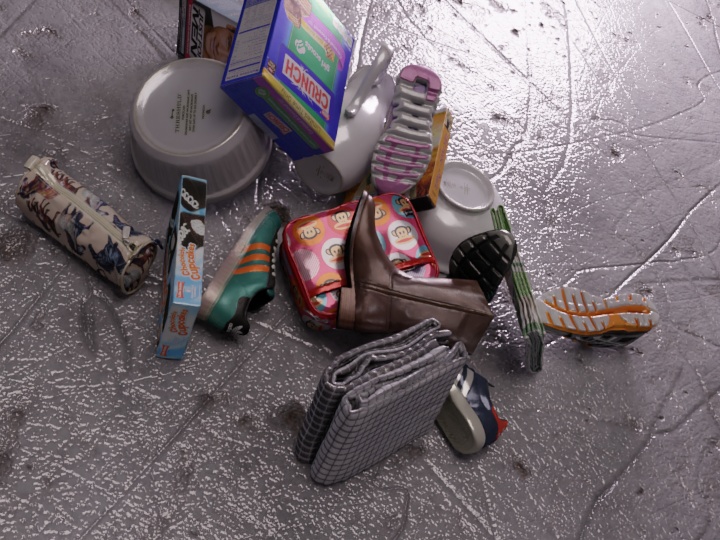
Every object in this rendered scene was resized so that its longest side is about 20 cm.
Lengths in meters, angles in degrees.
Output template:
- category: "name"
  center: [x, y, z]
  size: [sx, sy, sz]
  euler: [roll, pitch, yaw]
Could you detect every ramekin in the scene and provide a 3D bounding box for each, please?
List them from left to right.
- category: "ramekin"
  center: [-0.224, -0.199, 1.404]
  size: [0.200, 0.094, 0.205]
  euler: [-1, 65, 2]

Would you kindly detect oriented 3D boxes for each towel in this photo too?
- category: "towel"
  center: [0.021, 0.152, 1.231]
  size: [0.199, 0.167, 0.086]
  euler: [-24, 59, -36]
- category: "towel"
  center: [0.214, 0.028, 1.423]
  size: [0.030, 0.150, 0.202]
  euler: [-14, 63, 1]

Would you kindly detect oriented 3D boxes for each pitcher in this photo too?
- category: "pitcher"
  center: [-0.013, -0.222, 1.490]
  size: [0.120, 0.172, 0.201]
  euler: [27, 56, 5]

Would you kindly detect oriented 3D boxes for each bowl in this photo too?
- category: "bowl"
  center: [0.141, -0.099, 1.535]
  size: [0.199, 0.091, 0.203]
  euler: [13, 49, -15]

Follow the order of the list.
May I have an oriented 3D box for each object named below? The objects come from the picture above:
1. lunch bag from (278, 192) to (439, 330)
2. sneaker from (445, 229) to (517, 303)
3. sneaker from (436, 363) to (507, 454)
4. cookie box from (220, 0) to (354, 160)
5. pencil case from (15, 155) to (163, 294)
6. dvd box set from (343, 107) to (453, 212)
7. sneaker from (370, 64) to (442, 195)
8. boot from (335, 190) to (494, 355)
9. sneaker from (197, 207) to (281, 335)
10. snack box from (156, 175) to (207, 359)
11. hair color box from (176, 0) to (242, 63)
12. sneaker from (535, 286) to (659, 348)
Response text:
- category: "lunch bag"
  center: [0.000, 0.000, 1.381]
  size: [0.198, 0.082, 0.178]
  euler: [-16, 71, -17]
- category: "sneaker"
  center: [0.153, 0.010, 1.381]
  size: [0.079, 0.200, 0.076]
  euler: [-24, 68, -45]
- category: "sneaker"
  center: [0.123, 0.142, 1.350]
  size: [0.084, 0.075, 0.201]
  euler: [-13, 66, -36]
- category: "cookie box"
  center: [-0.093, -0.282, 1.395]
  size: [0.171, 0.075, 0.202]
  euler: [43, 48, -45]
- category: "pencil case"
  center: [-0.346, -0.061, 1.292]
  size: [0.199, 0.090, 0.078]
  euler: [37, 49, 9]
- category: "dvd box set"
  center: [0.057, -0.156, 1.524]
  size: [0.145, 0.030, 0.201]
  euler: [-10, 43, 26]
- category: "sneaker"
  center: [0.064, -0.191, 1.478]
  size: [0.080, 0.089, 0.202]
  euler: [18, 72, -5]
- category: "boot"
  center: [0.076, 0.003, 1.314]
  size: [0.197, 0.064, 0.189]
  euler: [9, 83, -5]
- category: "sneaker"
  center: [-0.141, 0.005, 1.347]
  size: [0.079, 0.072, 0.201]
  euler: [31, 52, -3]
- category: "snack box"
  center: [-0.223, -0.005, 1.281]
  size: [0.037, 0.117, 0.202]
  euler: [9, 50, -16]
- category: "hair color box"
  center: [-0.196, -0.342, 1.530]
  size: [0.060, 0.100, 0.199]
  euler: [-19, 40, -39]
- category: "sneaker"
  center: [0.334, 0.078, 1.488]
  size: [0.197, 0.078, 0.079]
  euler: [6, 51, -15]
